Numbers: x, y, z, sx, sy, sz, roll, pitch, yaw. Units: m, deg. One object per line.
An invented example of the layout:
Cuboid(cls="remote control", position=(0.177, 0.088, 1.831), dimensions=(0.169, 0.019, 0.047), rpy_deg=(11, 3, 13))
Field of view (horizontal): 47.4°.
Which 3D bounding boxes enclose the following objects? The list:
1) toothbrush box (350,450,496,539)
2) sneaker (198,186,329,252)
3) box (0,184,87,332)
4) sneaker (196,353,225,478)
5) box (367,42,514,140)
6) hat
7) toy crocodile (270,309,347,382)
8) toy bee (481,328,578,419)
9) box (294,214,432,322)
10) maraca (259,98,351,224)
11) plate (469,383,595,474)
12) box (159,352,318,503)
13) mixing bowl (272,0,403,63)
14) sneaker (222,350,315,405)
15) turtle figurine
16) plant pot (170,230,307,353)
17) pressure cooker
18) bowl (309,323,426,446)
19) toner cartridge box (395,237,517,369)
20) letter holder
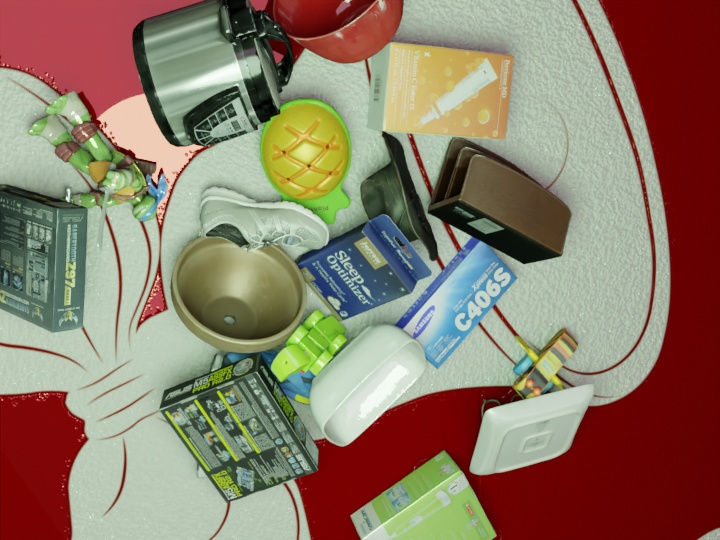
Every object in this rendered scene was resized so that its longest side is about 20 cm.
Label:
Cuboid(cls="toothbrush box", position=(0.106, 0.429, 1.377), dimensions=(0.198, 0.086, 0.147), rpy_deg=(-34, 108, -7))
Cuboid(cls="sneaker", position=(-0.144, -0.055, 1.201), dimensions=(0.195, 0.075, 0.084), rpy_deg=(11, 56, -3))
Cuboid(cls="box", position=(-0.440, -0.020, 1.088), dimensions=(0.050, 0.197, 0.162), rpy_deg=(-7, 107, -52))
Cuboid(cls="sneaker", position=(-0.173, 0.227, 1.258), dimensions=(0.142, 0.077, 0.207), rpy_deg=(6, 109, -4))
Cuboid(cls="box", position=(0.118, -0.268, 1.234), dimensions=(0.195, 0.097, 0.128), rpy_deg=(1, 101, -16))
Cuboid(cls="hat", position=(0.048, -0.098, 1.223), dimensions=(0.079, 0.201, 0.204), rpy_deg=(-20, 107, 13))
Cuboid(cls="toy crocodile", position=(-0.071, 0.112, 1.216), dimensions=(0.067, 0.200, 0.062), rpy_deg=(43, 111, 2))
Cuboid(cls="toy bee", position=(0.297, 0.181, 1.358), dimensions=(0.129, 0.109, 0.204), rpy_deg=(25, 82, 1))
Cuboid(cls="box", position=(0.000, 0.000, 1.219), dimensions=(0.122, 0.198, 0.033), rpy_deg=(49, 44, -17))
Cuboid(cls="maraca", position=(-0.077, -0.154, 1.204), dimensions=(0.133, 0.108, 0.204), rpy_deg=(-8, 122, -1))
Cuboid(cls="plate", position=(0.287, 0.275, 1.367), dimensions=(0.195, 0.033, 0.203), rpy_deg=(-11, 139, -12))
Cuboid(cls="box", position=(-0.170, 0.230, 1.176), dimensions=(0.157, 0.045, 0.202), rpy_deg=(-21, 119, 13))
Cuboid(cls="mixing bowl", position=(-0.013, -0.368, 1.148), dimensions=(0.201, 0.200, 0.108), rpy_deg=(-47, 139, -1))
Cuboid(cls="sneaker", position=(-0.123, 0.142, 1.241), dimensions=(0.198, 0.066, 0.079), rpy_deg=(27, 101, -45))
Cuboid(cls="turtle figurine", position=(-0.374, -0.122, 1.103), dimensions=(0.199, 0.144, 0.195), rpy_deg=(-40, 101, -15))
Cuboid(cls="plant pot", position=(-0.182, 0.048, 1.197), dimensions=(0.196, 0.204, 0.094), rpy_deg=(8, 139, -16))
Cuboid(cls="pressure cooker", position=(-0.186, -0.273, 1.094), dimensions=(0.195, 0.177, 0.182), rpy_deg=(-16, 118, 1))
Cuboid(cls="bowl", position=(0.004, 0.168, 1.261), dimensions=(0.199, 0.201, 0.075), rpy_deg=(-43, 68, -7))
Cuboid(cls="toner cartridge box", position=(0.155, 0.052, 1.337), dimensions=(0.095, 0.043, 0.201), rpy_deg=(42, 88, -16))
Cuboid(cls="letter holder", position=(0.225, -0.120, 1.273), dimensions=(0.197, 0.100, 0.145), rpy_deg=(25, 74, -20))
